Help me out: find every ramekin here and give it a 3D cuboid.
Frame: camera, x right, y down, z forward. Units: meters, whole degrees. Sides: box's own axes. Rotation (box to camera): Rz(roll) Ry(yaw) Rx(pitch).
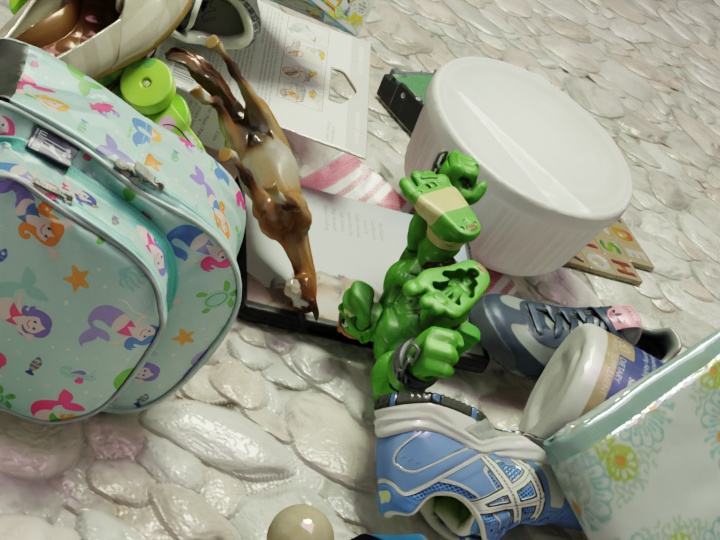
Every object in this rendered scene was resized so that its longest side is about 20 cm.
[{"bbox_3d":[0.127,-0.084,1.178,0.200,0.095,0.204,22,37,-17],"label":"ramekin"}]

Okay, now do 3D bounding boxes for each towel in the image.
[{"bbox_3d":[0.029,-0.021,1.123,0.199,0.030,0.146,37,30,11],"label":"towel"},{"bbox_3d":[0.234,0.139,0.893,0.198,0.048,0.173,-28,86,-20],"label":"towel"}]

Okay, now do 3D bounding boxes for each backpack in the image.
[{"bbox_3d":[-0.164,-0.007,0.770,0.199,0.178,0.151,27,30,-27],"label":"backpack"}]

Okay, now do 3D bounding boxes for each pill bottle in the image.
[{"bbox_3d":[0.220,0.131,0.977,0.198,0.112,0.111,29,29,-4],"label":"pill bottle"}]

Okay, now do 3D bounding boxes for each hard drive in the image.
[{"bbox_3d":[0.121,-0.131,1.361,0.138,0.038,0.200,-4,43,-40],"label":"hard drive"}]

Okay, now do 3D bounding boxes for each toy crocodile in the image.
[{"bbox_3d":[-0.174,-0.139,0.965,0.201,0.062,0.068,51,-7,12],"label":"toy crocodile"}]

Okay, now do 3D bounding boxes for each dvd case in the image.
[{"bbox_3d":[0.000,0.000,1.035,0.198,0.018,0.144,14,43,-20],"label":"dvd case"}]

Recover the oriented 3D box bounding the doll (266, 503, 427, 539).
[{"bbox_3d":[0.029,0.198,0.758,0.199,0.049,0.136,38,28,12],"label":"doll"}]

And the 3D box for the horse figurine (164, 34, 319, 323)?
[{"bbox_3d":[-0.074,-0.077,0.954,0.201,0.049,0.133,64,4,31],"label":"horse figurine"}]

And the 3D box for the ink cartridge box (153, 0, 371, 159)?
[{"bbox_3d":[-0.080,-0.156,1.108,0.174,0.045,0.201,21,33,-12],"label":"ink cartridge box"}]

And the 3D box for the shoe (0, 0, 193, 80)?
[{"bbox_3d":[-0.177,-0.165,0.900,0.070,0.053,0.200,42,64,6],"label":"shoe"}]

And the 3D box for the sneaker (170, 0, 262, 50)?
[{"bbox_3d":[-0.165,-0.218,1.010,0.198,0.077,0.081,17,23,-15],"label":"sneaker"}]

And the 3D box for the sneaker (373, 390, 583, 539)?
[{"bbox_3d":[0.083,0.143,0.891,0.198,0.075,0.078,23,65,-30],"label":"sneaker"}]

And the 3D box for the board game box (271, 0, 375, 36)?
[{"bbox_3d":[-0.098,-0.253,1.071,0.199,0.035,0.134,29,1,35],"label":"board game box"}]

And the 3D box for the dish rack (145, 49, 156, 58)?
[{"bbox_3d":[-0.159,-0.173,1.162,0.153,0.055,0.200,37,31,12],"label":"dish rack"}]

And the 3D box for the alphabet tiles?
[{"bbox_3d":[0.205,-0.059,1.372,0.165,0.008,0.201,14,32,-28],"label":"alphabet tiles"}]

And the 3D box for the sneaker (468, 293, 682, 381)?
[{"bbox_3d":[0.168,0.046,1.058,0.199,0.082,0.071,18,43,-41],"label":"sneaker"}]

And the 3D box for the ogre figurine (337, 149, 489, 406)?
[{"bbox_3d":[0.043,0.021,0.935,0.097,0.121,0.202,4,46,-22],"label":"ogre figurine"}]
